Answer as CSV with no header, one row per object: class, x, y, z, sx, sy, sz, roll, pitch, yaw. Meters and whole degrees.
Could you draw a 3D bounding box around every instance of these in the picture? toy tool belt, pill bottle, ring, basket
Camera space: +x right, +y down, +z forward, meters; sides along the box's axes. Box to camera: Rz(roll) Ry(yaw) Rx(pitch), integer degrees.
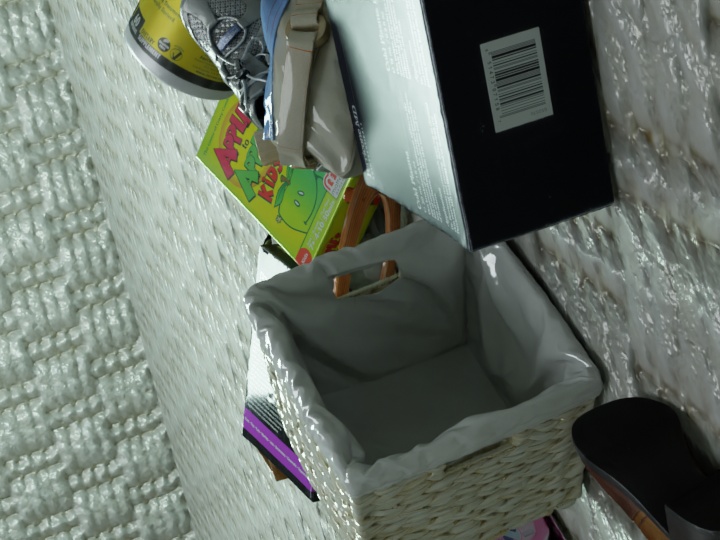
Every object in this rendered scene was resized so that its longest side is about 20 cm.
toy tool belt,-0.030,-0.169,1.119,0.123,0.125,0.201,11,105,38
pill bottle,-0.107,-0.251,1.298,0.200,0.111,0.111,-55,45,26
ring,0.000,0.000,1.293,0.200,0.019,0.201,9,-90,-76
basket,0.043,0.091,1.143,0.161,0.198,0.200,86,158,-49

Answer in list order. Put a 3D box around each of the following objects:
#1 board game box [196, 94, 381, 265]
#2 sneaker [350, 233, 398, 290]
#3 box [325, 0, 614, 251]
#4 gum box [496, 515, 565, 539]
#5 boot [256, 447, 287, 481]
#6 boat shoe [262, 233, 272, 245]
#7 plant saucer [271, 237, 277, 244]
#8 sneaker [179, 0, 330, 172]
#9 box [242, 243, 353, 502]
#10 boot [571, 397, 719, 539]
board game box,-0.066,-0.093,1.419,0.200,0.048,0.102,45,120,37
sneaker,-0.010,0.045,1.461,0.200,0.099,0.078,92,155,-53
box,0.060,-0.139,0.984,0.182,0.104,0.200,-143,37,-63
gum box,0.150,0.284,1.238,0.114,0.066,0.200,88,157,-52
boot,-0.014,0.167,1.513,0.200,0.154,0.074,-171,63,-74
boat shoe,-0.077,-0.024,1.680,0.072,0.066,0.201,-132,27,-55
plant saucer,-0.060,-0.068,1.519,0.200,0.037,0.201,178,90,-76
sneaker,-0.070,-0.156,1.216,0.200,0.082,0.075,44,117,9
box,-0.056,0.091,1.432,0.143,0.036,0.200,35,126,52
boot,0.210,0.192,0.976,0.188,0.068,0.200,32,146,56
